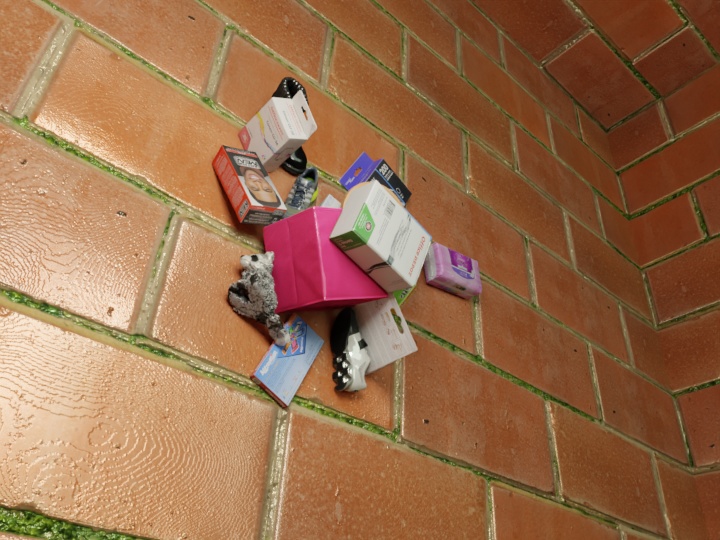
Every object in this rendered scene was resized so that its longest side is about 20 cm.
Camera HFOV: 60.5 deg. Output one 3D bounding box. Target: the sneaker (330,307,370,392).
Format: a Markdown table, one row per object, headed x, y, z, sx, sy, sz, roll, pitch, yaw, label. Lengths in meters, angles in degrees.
| x | y | z | sx | sy | sz | roll | pitch | yaw | label |
| --- | --- | --- | --- | --- | --- | --- | --- | --- | --- |
| -0.019 | 0.189 | 1.460 | 0.088 | 0.074 | 0.201 | 17 | 65 | -38 | sneaker |

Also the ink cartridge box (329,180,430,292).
| x | y | z | sx | sy | sz | roll | pitch | yaw | label |
| --- | --- | --- | --- | --- | --- | --- | --- | --- | --- |
| 0.048 | -0.069 | 1.335 | 0.200 | 0.083 | 0.147 | 43 | 53 | -27 | ink cartridge box |

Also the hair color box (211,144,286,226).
| x | y | z | sx | sy | sz | roll | pitch | yaw | label |
| --- | --- | --- | --- | --- | --- | --- | --- | --- | --- |
| -0.258 | -0.195 | 1.421 | 0.101 | 0.061 | 0.201 | 3 | 47 | -45 | hair color box |

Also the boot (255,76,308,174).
| x | y | z | sx | sy | sz | roll | pitch | yaw | label |
| --- | --- | --- | --- | --- | --- | --- | --- | --- | --- |
| -0.174 | -0.368 | 1.582 | 0.212 | 0.158 | 0.079 | 56 | 40 | -2 | boot |

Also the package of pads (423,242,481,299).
| x | y | z | sx | sy | sz | roll | pitch | yaw | label |
| --- | --- | --- | --- | --- | --- | --- | --- | --- | --- |
| 0.277 | 0.001 | 1.874 | 0.199 | 0.076 | 0.121 | 20 | 54 | -36 | package of pads |

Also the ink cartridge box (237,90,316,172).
| x | y | z | sx | sy | sz | roll | pitch | yaw | label |
| --- | --- | --- | --- | --- | --- | --- | --- | --- | --- |
| -0.203 | -0.338 | 1.500 | 0.067 | 0.200 | 0.117 | -13 | 75 | -49 | ink cartridge box |

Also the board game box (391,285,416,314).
| x | y | z | sx | sy | sz | roll | pitch | yaw | label |
| --- | --- | --- | --- | --- | --- | --- | --- | --- | --- |
| 0.031 | 0.037 | 1.537 | 0.199 | 0.030 | 0.096 | 23 | 54 | 27 | board game box |

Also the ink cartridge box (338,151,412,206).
| x | y | z | sx | sy | sz | roll | pitch | yaw | label |
| --- | --- | --- | --- | --- | --- | --- | --- | --- | --- |
| 0.050 | -0.246 | 1.825 | 0.200 | 0.043 | 0.198 | 46 | 42 | -12 | ink cartridge box |

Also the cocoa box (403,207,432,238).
| x | y | z | sx | sy | sz | roll | pitch | yaw | label |
| --- | --- | --- | --- | --- | --- | --- | --- | --- | --- |
| 0.074 | -0.093 | 1.682 | 0.200 | 0.131 | 0.134 | 44 | 42 | -16 | cocoa box |

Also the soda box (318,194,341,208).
| x | y | z | sx | sy | sz | roll | pitch | yaw | label |
| --- | --- | --- | --- | --- | --- | --- | --- | --- | --- |
| -0.031 | -0.099 | 1.586 | 0.200 | 0.068 | 0.064 | 39 | 43 | -11 | soda box |

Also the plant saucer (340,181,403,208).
| x | y | z | sx | sy | sz | roll | pitch | yaw | label |
| --- | --- | --- | --- | --- | --- | --- | --- | --- | --- |
| 0.040 | -0.128 | 1.556 | 0.199 | 0.032 | 0.202 | 9 | 74 | -31 | plant saucer |

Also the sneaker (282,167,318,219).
| x | y | z | sx | sy | sz | roll | pitch | yaw | label |
| --- | --- | --- | --- | --- | --- | --- | --- | --- | --- |
| -0.153 | -0.187 | 1.535 | 0.073 | 0.081 | 0.201 | 16 | 44 | 0 | sneaker |

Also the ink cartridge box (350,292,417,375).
| x | y | z | sx | sy | sz | roll | pitch | yaw | label |
| --- | --- | --- | --- | --- | --- | --- | --- | --- | --- |
| 0.050 | 0.142 | 1.455 | 0.057 | 0.200 | 0.163 | -13 | 76 | -48 | ink cartridge box |

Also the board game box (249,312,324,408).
| x | y | z | sx | sy | sz | roll | pitch | yaw | label |
| --- | --- | --- | --- | --- | --- | --- | --- | --- | --- |
| -0.156 | 0.193 | 1.353 | 0.103 | 0.019 | 0.200 | 47 | 41 | -15 | board game box |

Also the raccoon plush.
| x | y | z | sx | sy | sz | roll | pitch | yaw | label |
| --- | --- | --- | --- | --- | --- | --- | --- | --- | --- |
| -0.209 | 0.056 | 1.356 | 0.201 | 0.096 | 0.134 | 66 | 26 | -20 | raccoon plush |

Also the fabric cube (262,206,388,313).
| x | y | z | sx | sy | sz | roll | pitch | yaw | label |
| --- | --- | --- | --- | --- | --- | --- | --- | --- | --- |
| -0.081 | -0.018 | 1.397 | 0.195 | 0.199 | 0.201 | -1 | 80 | -44 | fabric cube |
